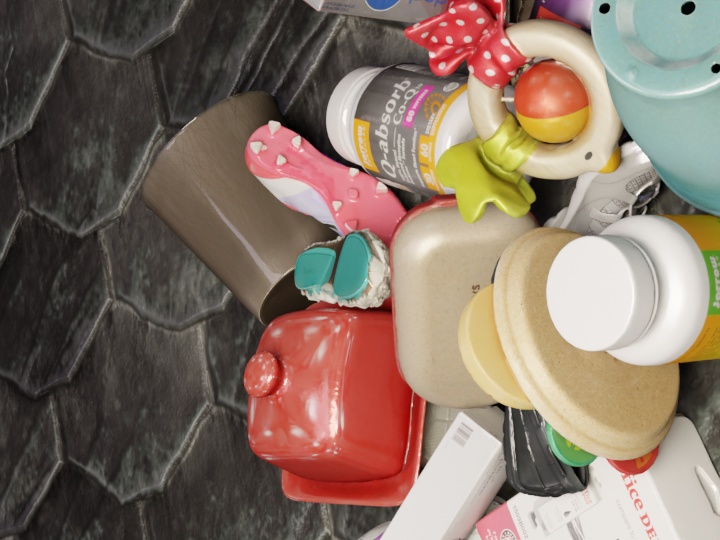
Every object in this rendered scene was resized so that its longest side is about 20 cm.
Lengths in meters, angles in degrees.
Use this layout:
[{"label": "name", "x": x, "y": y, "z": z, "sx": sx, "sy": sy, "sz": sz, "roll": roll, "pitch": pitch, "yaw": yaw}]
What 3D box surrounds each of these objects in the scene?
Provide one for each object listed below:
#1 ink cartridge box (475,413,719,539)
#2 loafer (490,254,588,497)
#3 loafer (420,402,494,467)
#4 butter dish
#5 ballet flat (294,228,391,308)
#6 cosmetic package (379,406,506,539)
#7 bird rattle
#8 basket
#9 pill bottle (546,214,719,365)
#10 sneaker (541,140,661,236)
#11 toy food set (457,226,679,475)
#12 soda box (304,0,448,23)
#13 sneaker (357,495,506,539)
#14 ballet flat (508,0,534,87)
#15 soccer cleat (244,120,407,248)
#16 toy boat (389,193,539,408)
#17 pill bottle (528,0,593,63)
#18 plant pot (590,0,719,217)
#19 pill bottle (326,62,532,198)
[{"label": "ink cartridge box", "x": 0.207, "y": 0.227, "z": 1.315, "sx": 0.200, "sy": 0.083, "sz": 0.147, "roll": -43, "pitch": 59, "yaw": 40}, {"label": "loafer", "x": 0.148, "y": 0.082, "z": 1.276, "sx": 0.070, "sy": 0.068, "sz": 0.202, "roll": -5, "pitch": 93, "yaw": 38}, {"label": "loafer", "x": 0.076, "y": 0.156, "z": 1.486, "sx": 0.199, "sy": 0.063, "sz": 0.072, "roll": -5, "pitch": 68, "yaw": 45}, {"label": "butter dish", "x": -0.043, "y": 0.109, "z": 1.469, "sx": 0.199, "sy": 0.147, "sz": 0.201, "roll": -6, "pitch": 72, "yaw": 48}, {"label": "ballet flat", "x": 0.000, "y": 0.000, "z": 1.432, "sx": 0.200, "sy": 0.071, "sz": 0.072, "roll": -173, "pitch": 83, "yaw": -70}, {"label": "cosmetic package", "x": 0.069, "y": 0.215, "z": 1.377, "sx": 0.051, "sy": 0.082, "sz": 0.201, "roll": 36, "pitch": 105, "yaw": 20}, {"label": "bird rattle", "x": 0.132, "y": -0.142, "z": 1.254, "sx": 0.162, "sy": 0.113, "sz": 0.201, "roll": 3, "pitch": 108, "yaw": 25}, {"label": "basket", "x": -0.107, "y": -0.051, "z": 1.623, "sx": 0.180, "sy": 0.136, "sz": 0.200, "roll": -42, "pitch": 63, "yaw": 14}, {"label": "pill bottle", "x": 0.235, "y": 0.014, "z": 1.190, "sx": 0.111, "sy": 0.199, "sz": 0.112, "roll": 3, "pitch": 93, "yaw": 48}, {"label": "sneaker", "x": 0.214, "y": -0.039, "z": 1.319, "sx": 0.082, "sy": 0.074, "sz": 0.200, "roll": 58, "pitch": 142, "yaw": 21}, {"label": "toy food set", "x": 0.172, "y": 0.060, "z": 1.222, "sx": 0.198, "sy": 0.200, "sz": 0.049, "roll": 45, "pitch": 133, "yaw": -11}, {"label": "soda box", "x": 0.031, "y": -0.264, "z": 1.408, "sx": 0.063, "sy": 0.199, "sz": 0.070, "roll": 42, "pitch": 120, "yaw": 39}, {"label": "sneaker", "x": 0.082, "y": 0.269, "z": 1.484, "sx": 0.200, "sy": 0.075, "sz": 0.100, "roll": -27, "pitch": 96, "yaw": 42}, {"label": "ballet flat", "x": 0.150, "y": -0.239, "z": 1.392, "sx": 0.067, "sy": 0.046, "sz": 0.201, "roll": 10, "pitch": 98, "yaw": 48}, {"label": "soccer cleat", "x": -0.028, "y": -0.068, "z": 1.520, "sx": 0.200, "sy": 0.067, "sz": 0.077, "roll": 35, "pitch": 160, "yaw": 13}, {"label": "toy boat", "x": 0.088, "y": 0.017, "z": 1.377, "sx": 0.131, "sy": 0.130, "sz": 0.201, "roll": -104, "pitch": 10, "yaw": -65}, {"label": "pill bottle", "x": 0.201, "y": -0.223, "z": 1.286, "sx": 0.112, "sy": 0.112, "sz": 0.201, "roll": 36, "pitch": 117, "yaw": 41}, {"label": "plant pot", "x": 0.258, "y": -0.155, "z": 1.124, "sx": 0.199, "sy": 0.188, "sz": 0.201, "roll": -9, "pitch": 72, "yaw": 30}, {"label": "pill bottle", "x": 0.061, "y": -0.126, "z": 1.438, "sx": 0.200, "sy": 0.116, "sz": 0.117, "roll": 21, "pitch": 107, "yaw": 52}]
